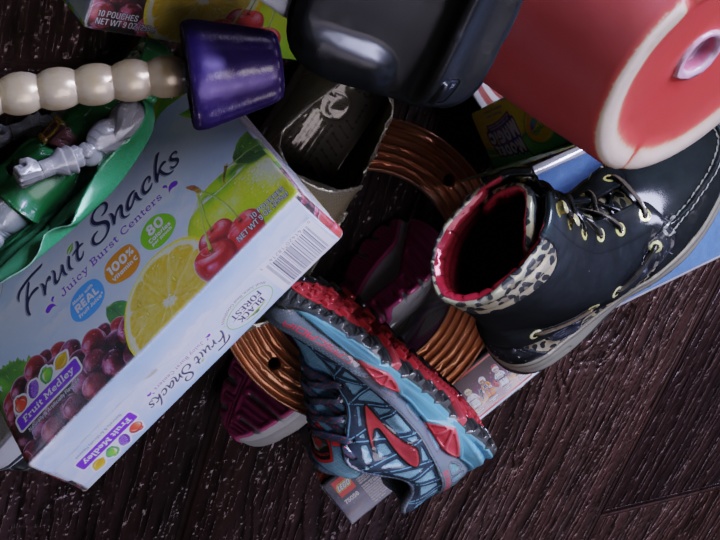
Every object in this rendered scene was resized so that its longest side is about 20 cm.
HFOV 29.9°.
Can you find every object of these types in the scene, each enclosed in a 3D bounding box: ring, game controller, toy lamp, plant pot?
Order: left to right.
[{"bbox_3d":[-0.138,-0.091,0.675,0.198,0.058,0.059,-8,133,-7],"label":"toy lamp"},{"bbox_3d":[0.000,0.000,0.878,0.199,0.019,0.202,-2,97,-16],"label":"ring"},{"bbox_3d":[0.040,-0.166,0.607,0.104,0.042,0.201,17,121,-14],"label":"game controller"},{"bbox_3d":[0.124,-0.163,0.709,0.200,0.178,0.201,-28,151,-18],"label":"plant pot"}]

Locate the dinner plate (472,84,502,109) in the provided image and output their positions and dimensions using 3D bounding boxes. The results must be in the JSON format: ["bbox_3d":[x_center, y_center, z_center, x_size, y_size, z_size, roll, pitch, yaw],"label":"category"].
[{"bbox_3d":[0.147,-0.182,0.893,0.199,0.024,0.201,-21,137,-21],"label":"dinner plate"}]

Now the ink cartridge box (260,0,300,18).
[{"bbox_3d":[-0.016,-0.219,0.600,0.199,0.043,0.197,30,114,-17],"label":"ink cartridge box"}]

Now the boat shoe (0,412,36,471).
[{"bbox_3d":[-0.166,0.052,0.842,0.200,0.072,0.071,-40,149,16],"label":"boat shoe"}]

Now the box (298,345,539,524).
[{"bbox_3d":[0.049,0.085,0.975,0.200,0.137,0.040,-39,104,-1],"label":"box"}]

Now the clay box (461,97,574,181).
[{"bbox_3d":[0.159,-0.116,0.857,0.199,0.115,0.048,-24,93,-20],"label":"clay box"}]

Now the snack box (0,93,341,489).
[{"bbox_3d":[-0.124,-0.001,0.746,0.200,0.142,0.053,-45,139,5],"label":"snack box"}]

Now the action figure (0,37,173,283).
[{"bbox_3d":[-0.174,-0.050,0.724,0.200,0.118,0.055,-45,128,-7],"label":"action figure"}]

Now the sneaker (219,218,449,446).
[{"bbox_3d":[-0.007,0.059,0.948,0.200,0.081,0.088,-38,138,-2],"label":"sneaker"}]

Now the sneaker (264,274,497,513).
[{"bbox_3d":[0.000,0.086,0.828,0.095,0.079,0.200,-44,122,4],"label":"sneaker"}]

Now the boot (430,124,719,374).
[{"bbox_3d":[0.133,-0.031,0.787,0.204,0.074,0.154,-46,153,4],"label":"boot"}]

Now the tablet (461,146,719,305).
[{"bbox_3d":[0.162,-0.030,0.888,0.199,0.014,0.131,-24,123,-15],"label":"tablet"}]

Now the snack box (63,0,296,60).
[{"bbox_3d":[-0.059,-0.213,0.686,0.141,0.053,0.201,1,124,-39],"label":"snack box"}]

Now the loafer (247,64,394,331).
[{"bbox_3d":[-0.041,-0.051,0.807,0.075,0.068,0.201,24,98,-17],"label":"loafer"}]
